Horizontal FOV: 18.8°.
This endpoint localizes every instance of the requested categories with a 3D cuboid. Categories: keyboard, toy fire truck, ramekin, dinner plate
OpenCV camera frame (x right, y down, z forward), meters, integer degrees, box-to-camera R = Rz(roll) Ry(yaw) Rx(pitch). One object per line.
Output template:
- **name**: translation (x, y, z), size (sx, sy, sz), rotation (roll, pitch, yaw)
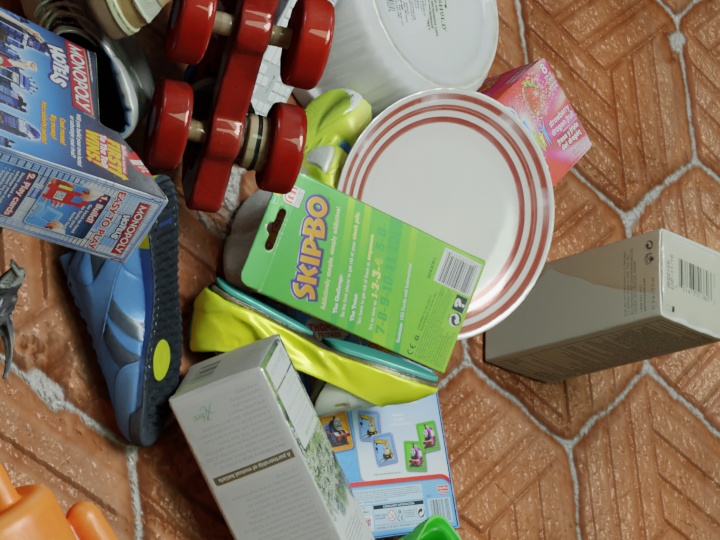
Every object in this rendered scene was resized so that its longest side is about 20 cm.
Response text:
- **keyboard**: translation (-0.049, -0.190, 1.711), size (0.201, 0.011, 0.056), rotation (-63, 153, 5)
- **toy fire truck**: translation (-0.096, -0.154, 1.609), size (0.111, 0.202, 0.168), rotation (11, 24, -13)
- **ramekin**: translation (0.026, -0.212, 1.816), size (0.199, 0.105, 0.202), rotation (16, 67, -43)
- **dinner plate**: translation (0.065, -0.045, 1.734), size (0.198, 0.024, 0.202), rotation (-3, 96, -24)

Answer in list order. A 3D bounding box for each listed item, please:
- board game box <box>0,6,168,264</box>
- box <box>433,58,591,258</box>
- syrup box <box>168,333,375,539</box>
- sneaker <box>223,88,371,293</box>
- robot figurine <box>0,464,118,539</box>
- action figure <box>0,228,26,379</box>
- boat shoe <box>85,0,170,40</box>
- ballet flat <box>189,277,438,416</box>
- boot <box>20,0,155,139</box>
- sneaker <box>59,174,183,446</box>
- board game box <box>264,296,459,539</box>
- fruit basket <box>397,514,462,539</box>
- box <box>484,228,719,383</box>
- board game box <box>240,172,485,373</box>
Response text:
- **board game box**: translation (-0.228, -0.093, 1.436), size (0.199, 0.062, 0.201), rotation (27, 28, -24)
- **box**: translation (0.098, -0.088, 1.856), size (0.200, 0.099, 0.096), rotation (-44, 110, -43)
- **syrup box**: translation (-0.059, 0.158, 1.606), size (0.079, 0.081, 0.201), rotation (-64, 132, -71)
- **sneaker**: translation (-0.030, -0.043, 1.728), size (0.105, 0.075, 0.201), rotation (52, 57, -38)
- **robot figurine**: translation (-0.227, 0.220, 1.412), size (0.201, 0.116, 0.144), rotation (64, 28, -8)
- **action figure**: translation (-0.279, -0.022, 1.436), size (0.200, 0.102, 0.119), rotation (46, 19, -21)
- **boat shoe**: translation (-0.154, -0.242, 1.569), size (0.201, 0.076, 0.072), rotation (-99, 162, -45)
- **ballet flat**: translation (-0.040, 0.072, 1.657), size (0.199, 0.067, 0.068), rotation (24, 93, -12)
- **boot**: translation (-0.208, -0.188, 1.562), size (0.201, 0.073, 0.096), rotation (60, 7, -15)
- **sneaker**: translation (-0.175, 0.026, 1.575), size (0.066, 0.078, 0.202), rotation (-24, 115, -71)
- **board game box**: translation (0.003, 0.114, 1.739), size (0.150, 0.036, 0.202), rotation (0, 79, -45)
- **fruit basket**: translation (0.053, 0.283, 1.621), size (0.156, 0.215, 0.216), rotation (54, 46, -20)
- **box**: translation (0.207, 0.033, 1.858), size (0.095, 0.199, 0.078), rotation (20, 64, -41)
- **board game box**: translation (0.000, 0.000, 1.673), size (0.199, 0.030, 0.096), rotation (25, 83, -32)
